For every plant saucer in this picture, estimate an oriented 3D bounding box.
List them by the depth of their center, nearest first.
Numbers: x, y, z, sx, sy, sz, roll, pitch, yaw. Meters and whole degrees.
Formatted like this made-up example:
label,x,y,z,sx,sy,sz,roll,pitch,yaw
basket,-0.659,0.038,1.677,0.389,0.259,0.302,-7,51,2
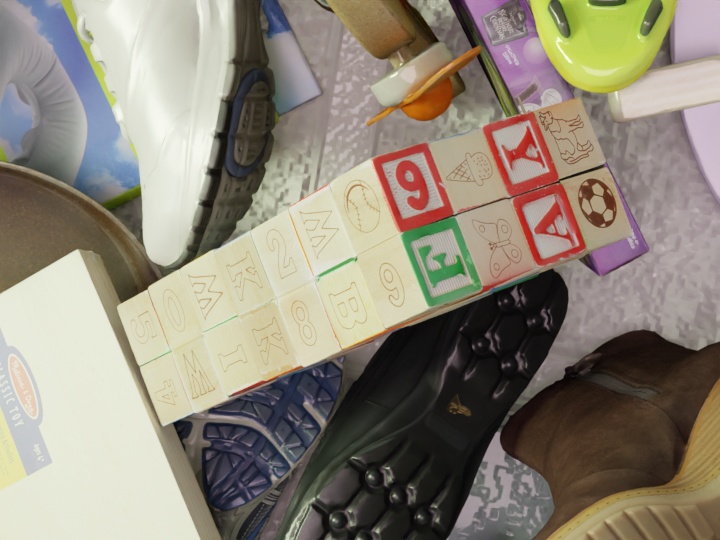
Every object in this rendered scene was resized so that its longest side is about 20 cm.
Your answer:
label,x,y,z,sx,sy,sz,roll,pitch,yaw
plant saucer,-0.183,0.029,0.882,0.198,0.032,0.202,-1,120,-1

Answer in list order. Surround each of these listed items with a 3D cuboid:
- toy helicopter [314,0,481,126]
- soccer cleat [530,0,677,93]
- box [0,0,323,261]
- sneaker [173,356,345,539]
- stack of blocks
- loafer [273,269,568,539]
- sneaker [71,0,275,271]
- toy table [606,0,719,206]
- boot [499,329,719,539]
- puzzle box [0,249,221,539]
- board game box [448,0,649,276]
label,x,y,z,sx,sy,sz,roll,pitch,yaw
toy helicopter,0.012,-0.108,0.780,0.079,0.200,0.133,-35,69,8
soccer cleat,0.094,-0.150,0.782,0.064,0.084,0.202,-6,59,-1
box,-0.133,-0.090,0.883,0.199,0.048,0.123,-26,93,12
sneaker,-0.072,0.103,0.887,0.077,0.085,0.201,30,78,7
stack of blocks,0.000,0.000,0.768,0.200,0.115,0.059,-26,85,51
loafer,0.022,0.075,0.842,0.068,0.070,0.201,38,78,-15
sneaker,-0.084,-0.100,0.820,0.086,0.074,0.202,2,87,14
toy table,0.199,-0.089,0.795,0.183,0.117,0.201,-22,93,11
boot,0.101,0.095,0.780,0.199,0.166,0.073,-33,107,-19
puzzle box,-0.136,0.108,0.827,0.132,0.025,0.201,-28,76,15
board game box,0.065,-0.096,0.813,0.032,0.120,0.201,-26,94,7
